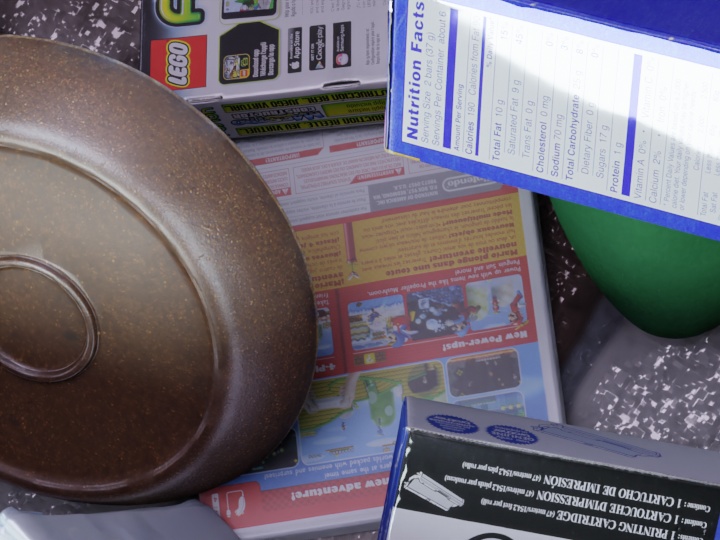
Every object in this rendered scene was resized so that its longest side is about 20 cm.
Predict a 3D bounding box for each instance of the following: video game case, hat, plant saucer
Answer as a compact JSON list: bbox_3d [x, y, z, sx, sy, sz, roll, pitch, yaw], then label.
[{"bbox_3d":[0.000,0.000,1.150,0.143,0.017,0.200,-9,72,10],"label":"video game case"},{"bbox_3d":[0.118,0.007,1.116,0.165,0.176,0.200,1,30,0],"label":"hat"},{"bbox_3d":[-0.114,0.010,1.086,0.200,0.200,0.034,12,34,16],"label":"plant saucer"}]

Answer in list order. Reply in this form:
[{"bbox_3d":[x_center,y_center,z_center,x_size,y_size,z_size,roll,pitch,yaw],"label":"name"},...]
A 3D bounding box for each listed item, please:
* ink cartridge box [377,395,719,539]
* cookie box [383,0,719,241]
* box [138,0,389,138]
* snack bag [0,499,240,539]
[{"bbox_3d":[0.105,0.109,1.033,0.200,0.044,0.094,10,104,-3],"label":"ink cartridge box"},{"bbox_3d":[0.132,-0.078,1.009,0.200,0.171,0.075,16,122,21],"label":"cookie box"},{"bbox_3d":[-0.030,-0.152,1.179,0.110,0.035,0.200,-5,67,12],"label":"box"},{"bbox_3d":[-0.018,0.141,1.021,0.200,0.189,0.021,41,100,16],"label":"snack bag"}]
